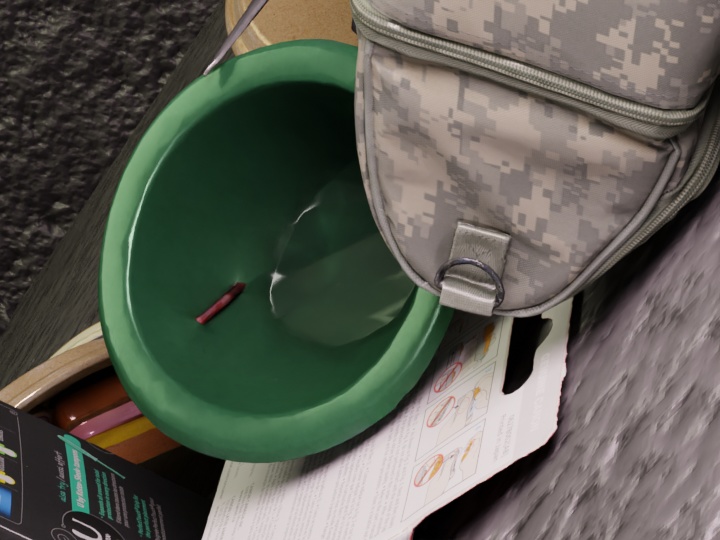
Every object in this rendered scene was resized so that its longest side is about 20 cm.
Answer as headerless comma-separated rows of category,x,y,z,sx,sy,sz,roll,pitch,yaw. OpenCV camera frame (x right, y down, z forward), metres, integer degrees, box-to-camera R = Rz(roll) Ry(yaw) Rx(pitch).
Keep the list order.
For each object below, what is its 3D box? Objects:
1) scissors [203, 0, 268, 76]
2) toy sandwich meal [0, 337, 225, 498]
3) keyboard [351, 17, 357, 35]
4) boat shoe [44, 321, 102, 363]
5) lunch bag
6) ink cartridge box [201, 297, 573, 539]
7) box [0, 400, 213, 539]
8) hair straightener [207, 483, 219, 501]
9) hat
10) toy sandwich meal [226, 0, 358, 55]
scissors,-0.020,-0.153,0.993,0.200,0.014,0.073,-50,34,-20
toy sandwich meal,-0.138,0.109,1.132,0.205,0.070,0.205,-36,-20,-16
keyboard,0.069,-0.136,0.968,0.200,0.021,0.127,-26,-49,-38
boat shoe,-0.101,0.055,1.237,0.200,0.073,0.065,-31,22,4
lunch bag,0.073,-0.098,0.826,0.200,0.139,0.168,-68,-4,-52
ink cartridge box,0.018,0.079,0.896,0.200,0.050,0.161,-33,22,26
box,-0.163,0.154,1.012,0.149,0.200,0.124,-57,20,15
hair straightener,-0.044,0.106,1.121,0.077,0.041,0.200,-25,-31,-59
hat,0.000,0.000,0.989,0.176,0.165,0.200,35,-114,-63
toy sandwich meal,0.025,-0.147,1.192,0.205,0.205,0.070,-65,-29,-29
